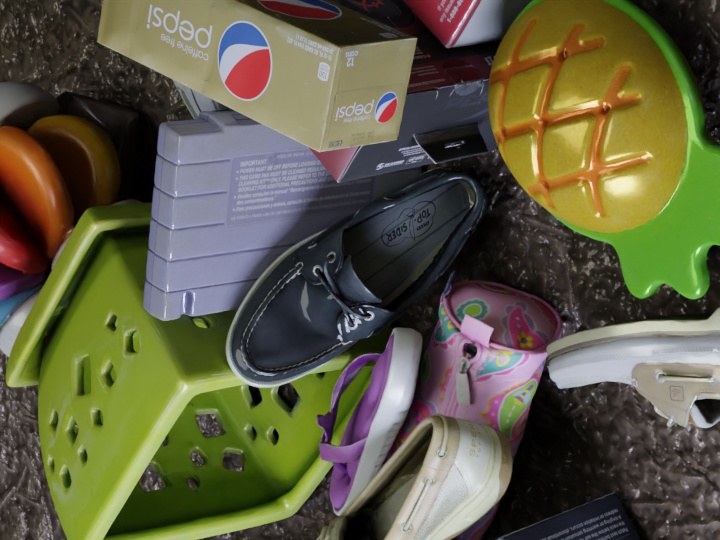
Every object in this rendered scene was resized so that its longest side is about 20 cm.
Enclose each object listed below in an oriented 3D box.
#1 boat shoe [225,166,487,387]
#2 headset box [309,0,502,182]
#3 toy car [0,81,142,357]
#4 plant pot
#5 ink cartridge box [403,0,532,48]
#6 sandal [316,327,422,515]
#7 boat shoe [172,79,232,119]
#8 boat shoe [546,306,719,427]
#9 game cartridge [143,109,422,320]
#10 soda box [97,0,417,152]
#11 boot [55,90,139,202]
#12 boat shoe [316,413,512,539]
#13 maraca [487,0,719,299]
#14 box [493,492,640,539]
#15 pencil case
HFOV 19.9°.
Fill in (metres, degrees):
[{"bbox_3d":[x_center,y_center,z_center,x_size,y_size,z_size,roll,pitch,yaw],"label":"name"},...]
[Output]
[{"bbox_3d":[0.002,0.002,1.289,0.075,0.199,0.066,58,168,-3],"label":"boat shoe"},{"bbox_3d":[0.006,-0.143,1.281,0.200,0.148,0.075,50,130,23],"label":"headset box"},{"bbox_3d":[-0.266,-0.027,1.504,0.175,0.150,0.200,48,121,14],"label":"toy car"},{"bbox_3d":[-0.121,0.062,1.430,0.182,0.199,0.200,56,132,28],"label":"plant pot"},{"bbox_3d":[0.050,-0.258,1.255,0.200,0.084,0.144,51,131,24],"label":"ink cartridge box"},{"bbox_3d":[-0.002,0.092,1.345,0.203,0.050,0.083,113,171,-54],"label":"sandal"},{"bbox_3d":[-0.058,-0.085,1.361,0.067,0.074,0.200,29,158,46],"label":"boat shoe"},{"bbox_3d":[0.193,0.059,1.200,0.200,0.075,0.069,-11,87,44],"label":"boat shoe"},{"bbox_3d":[-0.046,-0.044,1.321,0.038,0.200,0.130,24,115,48],"label":"game cartridge"},{"bbox_3d":[-0.065,-0.135,1.198,0.200,0.068,0.064,27,117,37],"label":"soda box"},{"bbox_3d":[-0.244,-0.048,1.608,0.186,0.064,0.201,7,109,30],"label":"boot"},{"bbox_3d":[0.011,0.160,1.275,0.201,0.063,0.073,-44,37,32],"label":"boat shoe"},{"bbox_3d":[0.149,-0.075,1.187,0.200,0.107,0.137,53,133,21],"label":"maraca"},{"bbox_3d":[0.112,0.279,1.299,0.200,0.123,0.199,-40,71,44],"label":"box"},{"bbox_3d":[0.064,0.102,1.330,0.087,0.087,0.200,39,125,31],"label":"pencil case"}]
